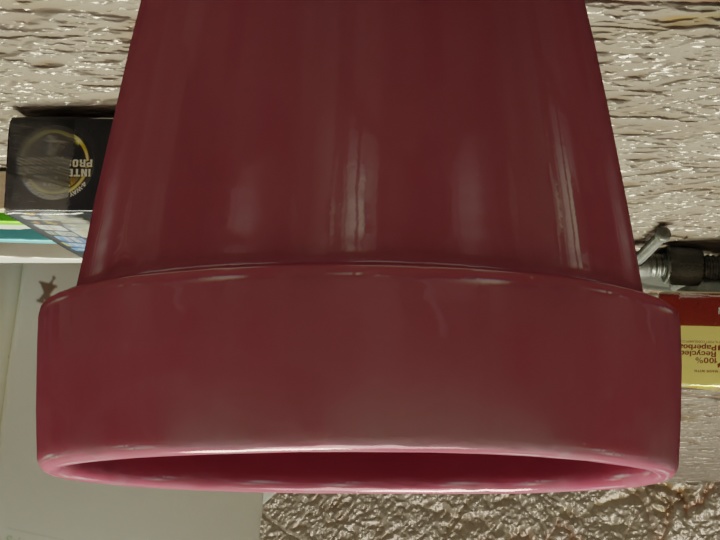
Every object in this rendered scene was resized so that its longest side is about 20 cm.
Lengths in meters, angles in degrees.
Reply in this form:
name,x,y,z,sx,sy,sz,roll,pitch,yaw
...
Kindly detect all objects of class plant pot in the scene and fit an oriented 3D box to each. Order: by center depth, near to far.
name,x,y,z,sx,sy,sz,roll,pitch,yaw
plant pot,0.000,-0.024,0.890,0.200,0.179,0.200,1,171,0

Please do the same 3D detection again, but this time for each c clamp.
name,x,y,z,sx,sy,sz,roll,pitch,yaw
c clamp,0.233,0.005,1.612,0.200,0.027,0.171,3,171,-13

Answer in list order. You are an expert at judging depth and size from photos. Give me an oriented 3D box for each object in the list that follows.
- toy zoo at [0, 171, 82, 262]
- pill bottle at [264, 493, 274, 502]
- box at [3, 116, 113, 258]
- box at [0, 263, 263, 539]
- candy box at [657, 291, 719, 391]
name,x,y,z,sx,sy,sz,roll,pitch,yaw
toy zoo,-0.204,-0.024,1.478,0.131,0.021,0.200,1,172,0
pill bottle,-0.150,0.172,2.524,0.114,0.115,0.200,5,171,-29
box,-0.060,-0.032,1.313,0.161,0.049,0.200,3,173,8
box,-0.178,0.105,1.688,0.199,0.200,0.171,18,161,-39
candy box,0.255,0.045,1.623,0.115,0.055,0.200,2,177,28
